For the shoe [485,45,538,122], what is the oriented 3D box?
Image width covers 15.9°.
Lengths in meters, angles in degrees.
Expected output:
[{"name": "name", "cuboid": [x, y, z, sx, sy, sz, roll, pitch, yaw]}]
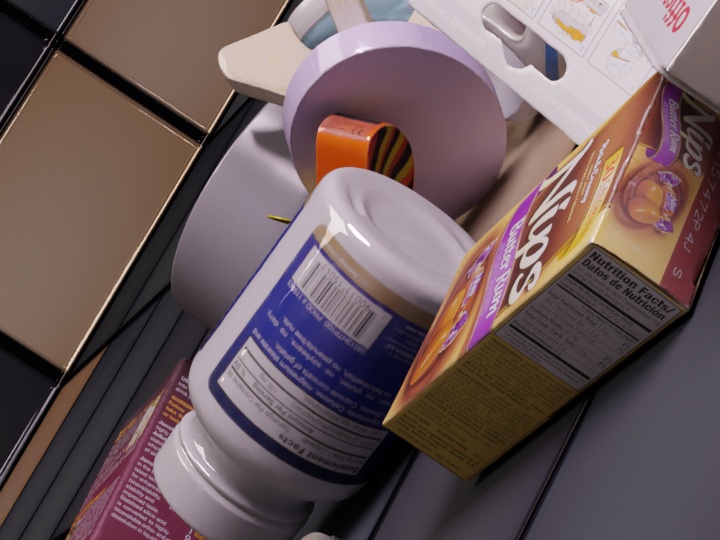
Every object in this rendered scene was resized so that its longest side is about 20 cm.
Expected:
[{"name": "shoe", "cuboid": [0.132, -0.189, 1.597, 0.071, 0.091, 0.201, 7, 92, 58]}]

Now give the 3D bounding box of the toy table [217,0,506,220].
[{"name": "toy table", "cuboid": [0.011, -0.121, 1.553, 0.200, 0.183, 0.118, 79, 174, -57]}]

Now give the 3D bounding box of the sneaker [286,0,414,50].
[{"name": "sneaker", "cuboid": [0.050, -0.164, 1.661, 0.199, 0.082, 0.074, -19, -23, 12]}]

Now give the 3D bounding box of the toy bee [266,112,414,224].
[{"name": "toy bee", "cuboid": [0.000, 0.000, 1.517, 0.109, 0.131, 0.201, -24, -36, -59]}]

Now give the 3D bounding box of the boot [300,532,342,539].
[{"name": "boot", "cuboid": [-0.104, 0.185, 1.348, 0.200, 0.130, 0.068, -51, 11, 34]}]

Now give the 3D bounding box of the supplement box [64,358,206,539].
[{"name": "supplement box", "cuboid": [-0.140, 0.174, 1.720, 0.110, 0.085, 0.201, -47, 14, 49]}]

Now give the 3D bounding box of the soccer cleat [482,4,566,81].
[{"name": "soccer cleat", "cuboid": [0.133, -0.169, 1.445, 0.200, 0.086, 0.070, -44, 16, 54]}]

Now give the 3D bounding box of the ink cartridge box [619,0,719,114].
[{"name": "ink cartridge box", "cuboid": [0.201, -0.152, 1.038, 0.200, 0.083, 0.145, -55, 10, 13]}]

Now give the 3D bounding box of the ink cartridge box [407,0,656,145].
[{"name": "ink cartridge box", "cuboid": [0.134, -0.176, 1.299, 0.050, 0.162, 0.201, 6, -60, -53]}]

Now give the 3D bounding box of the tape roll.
[{"name": "tape roll", "cuboid": [-0.039, -0.039, 1.721, 0.200, 0.066, 0.201, -48, -18, -21]}]

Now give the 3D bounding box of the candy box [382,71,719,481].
[{"name": "candy box", "cuboid": [0.094, 0.003, 1.170, 0.200, 0.056, 0.117, -43, 16, 52]}]

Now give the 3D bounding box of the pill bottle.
[{"name": "pill bottle", "cuboid": [-0.024, 0.055, 1.406, 0.200, 0.119, 0.120, -53, 10, 21]}]
